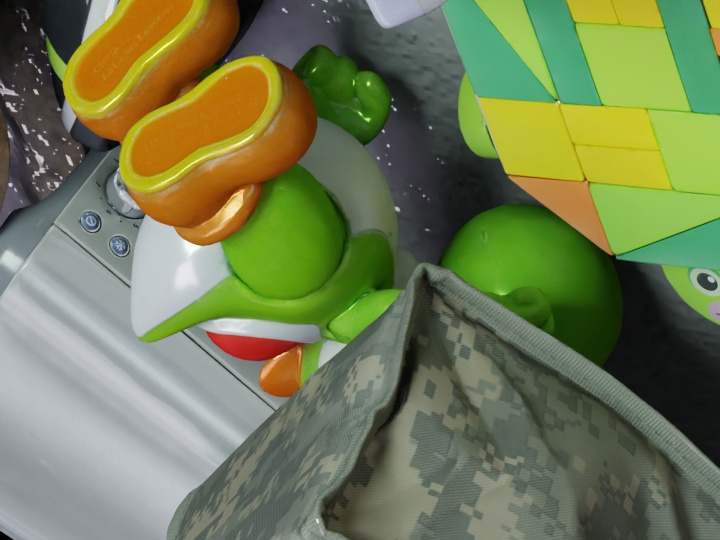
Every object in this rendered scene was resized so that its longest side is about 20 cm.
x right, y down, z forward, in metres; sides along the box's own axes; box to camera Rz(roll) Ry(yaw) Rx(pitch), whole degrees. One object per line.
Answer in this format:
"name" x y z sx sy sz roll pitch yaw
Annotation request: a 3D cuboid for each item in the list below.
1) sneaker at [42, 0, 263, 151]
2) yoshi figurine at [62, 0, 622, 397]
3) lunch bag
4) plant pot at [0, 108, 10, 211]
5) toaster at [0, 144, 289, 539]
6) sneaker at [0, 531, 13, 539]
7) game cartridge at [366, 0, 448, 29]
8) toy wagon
"sneaker" -0.071 -0.126 0.830 0.083 0.072 0.201 38 140 21
"yoshi figurine" 0.010 -0.012 0.835 0.111 0.113 0.200 -1 148 36
"lunch bag" 0.045 0.121 0.809 0.199 0.118 0.164 33 140 -11
"plant pot" -0.228 -0.083 0.868 0.187 0.186 0.201 100 149 -51
"toaster" -0.077 0.039 0.965 0.129 0.114 0.200 37 143 -1
"sneaker" -0.150 0.068 1.089 0.200 0.079 0.075 46 143 -10
"game cartridge" -0.030 -0.155 0.682 0.201 0.038 0.130 62 -178 -7
"toy wagon" 0.092 -0.048 0.782 0.154 0.040 0.201 7 134 37
